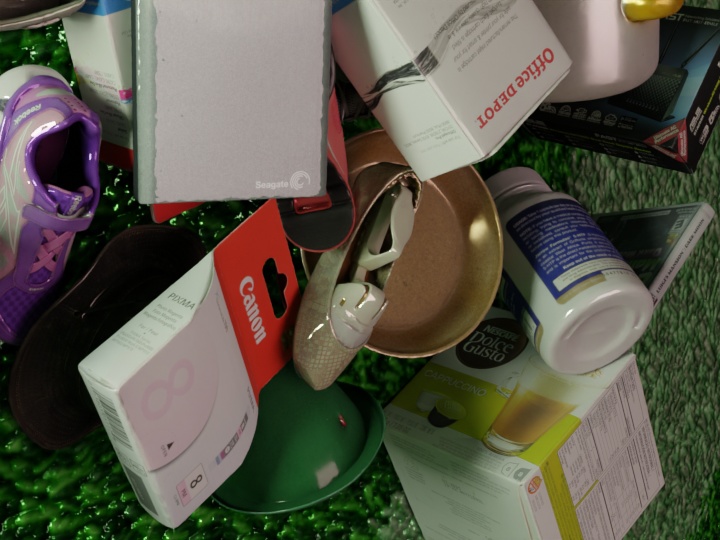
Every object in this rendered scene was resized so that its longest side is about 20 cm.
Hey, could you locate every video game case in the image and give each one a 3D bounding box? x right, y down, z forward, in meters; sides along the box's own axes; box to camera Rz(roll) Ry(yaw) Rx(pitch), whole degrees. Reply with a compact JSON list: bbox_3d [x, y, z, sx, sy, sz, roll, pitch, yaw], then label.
[{"bbox_3d":[0.268,0.005,1.292,0.023,0.200,0.182,42,71,-19],"label":"video game case"}]

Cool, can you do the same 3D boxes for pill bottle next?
[{"bbox_3d":[0.188,-0.007,1.182,0.119,0.200,0.120,-17,140,-15],"label":"pill bottle"}]

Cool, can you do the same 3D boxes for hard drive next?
[{"bbox_3d":[-0.090,-0.149,0.838,0.139,0.033,0.201,-4,107,-21],"label":"hard drive"}]

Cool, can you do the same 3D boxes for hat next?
[{"bbox_3d":[-0.083,0.073,0.988,0.165,0.200,0.177,-23,118,-10],"label":"hat"},{"bbox_3d":[-0.162,0.067,0.906,0.201,0.081,0.201,-42,151,-30],"label":"hat"}]

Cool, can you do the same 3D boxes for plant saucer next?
[{"bbox_3d":[0.032,-0.023,1.039,0.200,0.035,0.201,4,81,-26],"label":"plant saucer"}]

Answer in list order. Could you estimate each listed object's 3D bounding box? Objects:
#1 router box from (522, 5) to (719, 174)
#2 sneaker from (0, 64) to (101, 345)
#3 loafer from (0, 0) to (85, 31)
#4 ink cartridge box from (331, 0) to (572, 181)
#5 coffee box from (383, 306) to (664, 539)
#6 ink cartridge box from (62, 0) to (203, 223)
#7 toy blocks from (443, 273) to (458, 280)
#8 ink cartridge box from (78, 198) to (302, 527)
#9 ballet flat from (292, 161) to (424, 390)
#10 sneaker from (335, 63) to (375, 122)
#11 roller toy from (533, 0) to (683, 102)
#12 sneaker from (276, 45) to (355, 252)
[{"bbox_3d":[0.273,-0.194,1.210,0.062,0.200,0.150,34,79,-48],"label":"router box"},{"bbox_3d":[-0.225,-0.038,0.835,0.080,0.088,0.201,-2,109,-48],"label":"sneaker"},{"bbox_3d":[-0.268,-0.184,0.748,0.200,0.070,0.070,-11,113,-43],"label":"loafer"},{"bbox_3d":[0.055,-0.194,0.937,0.145,0.084,0.200,-46,106,-33],"label":"ink cartridge box"},{"bbox_3d":[0.171,0.188,1.249,0.198,0.199,0.200,-43,130,-27],"label":"coffee box"},{"bbox_3d":[-0.147,-0.150,0.889,0.116,0.067,0.201,-29,124,-35],"label":"ink cartridge box"},{"bbox_3d":[0.048,-0.062,1.118,0.199,0.100,0.137,0,93,-39],"label":"toy blocks"},{"bbox_3d":[-0.100,0.068,0.877,0.200,0.057,0.163,-40,140,-27],"label":"ink cartridge box"},{"bbox_3d":[0.000,0.000,0.959,0.067,0.062,0.201,30,70,-38],"label":"ballet flat"},{"bbox_3d":[-0.006,-0.150,1.001,0.200,0.115,0.075,-23,120,-40],"label":"sneaker"},{"bbox_3d":[0.186,-0.245,1.112,0.182,0.200,0.140,-10,115,-8],"label":"roller toy"},{"bbox_3d":[-0.051,-0.118,0.930,0.073,0.087,0.201,-8,106,0],"label":"sneaker"}]
